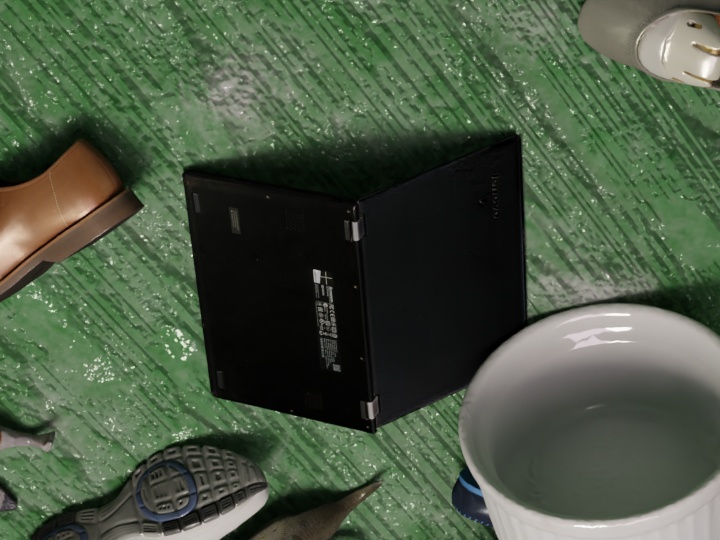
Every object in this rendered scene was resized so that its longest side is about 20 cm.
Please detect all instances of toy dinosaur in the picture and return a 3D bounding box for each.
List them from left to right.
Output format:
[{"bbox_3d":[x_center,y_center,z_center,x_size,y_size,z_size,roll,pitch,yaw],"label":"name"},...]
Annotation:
[{"bbox_3d":[-0.060,0.224,1.673,0.102,0.077,0.200,32,118,-32],"label":"toy dinosaur"}]

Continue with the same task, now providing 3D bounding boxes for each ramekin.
[{"bbox_3d":[0.171,0.127,1.565,0.199,0.201,0.098,-12,132,2],"label":"ramekin"}]

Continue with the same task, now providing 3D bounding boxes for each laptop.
[{"bbox_3d":[0.000,0.000,1.569,0.198,0.116,0.189,11,127,21],"label":"laptop"}]

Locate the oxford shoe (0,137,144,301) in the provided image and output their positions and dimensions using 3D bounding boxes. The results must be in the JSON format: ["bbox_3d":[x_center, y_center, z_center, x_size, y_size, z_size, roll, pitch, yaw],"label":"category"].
[{"bbox_3d":[-0.238,-0.018,1.508,0.199,0.071,0.072,-33,93,16],"label":"oxford shoe"}]

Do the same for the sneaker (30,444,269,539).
[{"bbox_3d":[-0.146,0.191,1.656,0.199,0.075,0.087,-27,135,19],"label":"sneaker"}]

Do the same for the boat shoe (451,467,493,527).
[{"bbox_3d":[0.154,0.199,1.674,0.199,0.084,0.069,18,109,-15],"label":"boat shoe"}]

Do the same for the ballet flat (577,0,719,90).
[{"bbox_3d":[0.238,-0.141,1.468,0.198,0.064,0.068,9,122,-12],"label":"ballet flat"}]

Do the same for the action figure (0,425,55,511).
[{"bbox_3d":[-0.331,0.162,1.588,0.192,0.105,0.201,21,95,-14],"label":"action figure"}]
